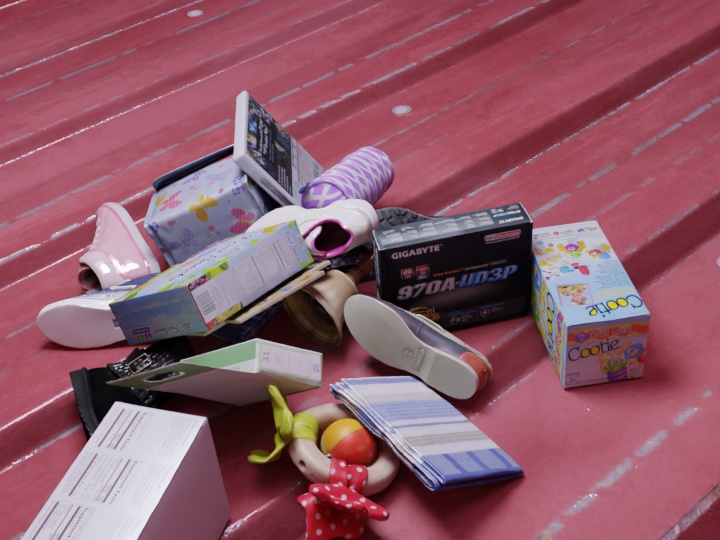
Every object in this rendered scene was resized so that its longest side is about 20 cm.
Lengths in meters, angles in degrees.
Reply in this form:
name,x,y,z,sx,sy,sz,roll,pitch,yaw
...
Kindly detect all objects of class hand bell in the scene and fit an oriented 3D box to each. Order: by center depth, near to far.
name,x,y,z,sx,sy,sz,roll,pitch,yaw
hand bell,0.000,0.000,1.367,0.104,0.104,0.200,27,56,35

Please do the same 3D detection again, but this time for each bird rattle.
name,x,y,z,sx,sy,sz,roll,pitch,yaw
bird rattle,-0.025,0.202,1.140,0.163,0.113,0.200,-15,37,-42

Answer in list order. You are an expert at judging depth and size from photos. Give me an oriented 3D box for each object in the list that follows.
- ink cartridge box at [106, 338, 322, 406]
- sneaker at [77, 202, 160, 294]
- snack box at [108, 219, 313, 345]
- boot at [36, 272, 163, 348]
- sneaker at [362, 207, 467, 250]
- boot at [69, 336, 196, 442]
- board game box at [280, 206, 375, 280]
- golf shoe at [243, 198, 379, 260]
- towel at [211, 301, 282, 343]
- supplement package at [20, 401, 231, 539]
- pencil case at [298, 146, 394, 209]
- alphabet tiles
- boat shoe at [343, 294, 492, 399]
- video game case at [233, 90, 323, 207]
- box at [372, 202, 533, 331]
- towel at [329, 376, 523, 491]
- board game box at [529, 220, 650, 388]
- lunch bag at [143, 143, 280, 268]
name,x,y,z,sx,sy,sz,roll,pitch,yaw
ink cartridge box,-0.163,0.111,1.169,0.145,0.200,0.048,-18,63,41
sneaker,-0.373,-0.028,1.496,0.105,0.075,0.200,-18,43,-25
snack box,-0.185,0.015,1.293,0.169,0.068,0.200,-12,18,44
boot,-0.330,0.050,1.402,0.200,0.073,0.090,-3,28,1
sneaker,0.092,-0.047,1.469,0.200,0.076,0.088,3,-2,-4
boot,-0.255,0.159,1.234,0.158,0.079,0.211,-17,38,-15
board game box,-0.047,-0.050,1.520,0.135,0.035,0.200,-11,37,-7
golf shoe,-0.078,-0.045,1.359,0.200,0.075,0.092,-13,15,21
towel,-0.150,0.014,1.422,0.145,0.024,0.200,14,50,38
supplement package,-0.228,0.262,1.032,0.111,0.156,0.200,7,39,17
pencil case,-0.017,-0.114,1.472,0.084,0.086,0.200,42,31,3
alphabet tiles,-0.138,0.034,1.303,0.200,0.006,0.166,-31,15,-32
boat shoe,0.070,0.088,1.276,0.200,0.071,0.063,31,30,18
video game case,-0.115,-0.154,1.504,0.023,0.182,0.200,-35,31,19
box,0.119,0.005,1.325,0.200,0.159,0.046,-11,39,-8
towel,0.072,0.181,1.170,0.147,0.024,0.200,2,26,-43
board game box,0.279,0.039,1.306,0.105,0.103,0.200,-8,37,-3
lunch bag,-0.214,-0.102,1.502,0.170,0.127,0.200,-23,26,11
